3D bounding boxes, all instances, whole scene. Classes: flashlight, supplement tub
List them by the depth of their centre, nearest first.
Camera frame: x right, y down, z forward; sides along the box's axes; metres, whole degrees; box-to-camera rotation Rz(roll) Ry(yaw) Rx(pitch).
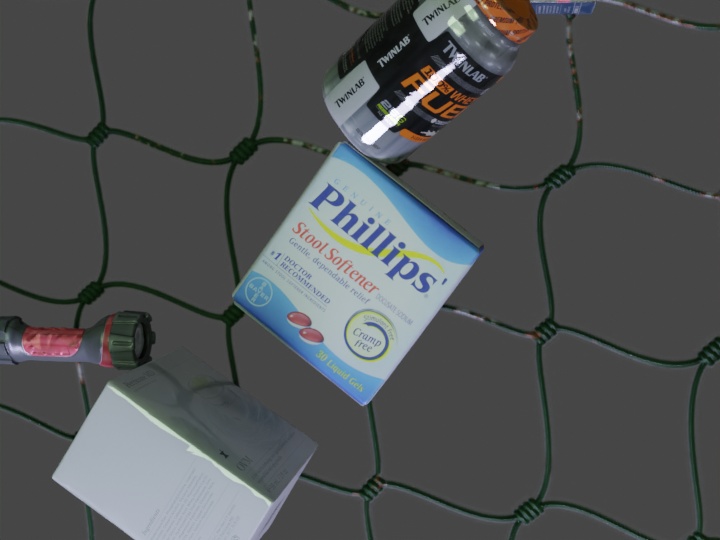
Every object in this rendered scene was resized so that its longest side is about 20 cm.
[{"bbox_3d":[0.066,-0.206,0.899,0.199,0.122,0.123,-38,87,33],"label":"supplement tub"},{"bbox_3d":[-0.336,0.077,1.051,0.196,0.068,0.069,2,96,9],"label":"flashlight"}]

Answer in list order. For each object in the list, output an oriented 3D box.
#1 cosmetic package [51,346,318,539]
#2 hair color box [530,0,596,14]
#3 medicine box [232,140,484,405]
[{"bbox_3d":[-0.171,0.196,0.965,0.198,0.199,0.124,33,100,5],"label":"cosmetic package"},{"bbox_3d":[0.140,-0.315,0.941,0.196,0.060,0.102,2,95,10],"label":"hair color box"},{"bbox_3d":[0.000,0.000,0.969,0.181,0.103,0.201,37,100,5],"label":"medicine box"}]
